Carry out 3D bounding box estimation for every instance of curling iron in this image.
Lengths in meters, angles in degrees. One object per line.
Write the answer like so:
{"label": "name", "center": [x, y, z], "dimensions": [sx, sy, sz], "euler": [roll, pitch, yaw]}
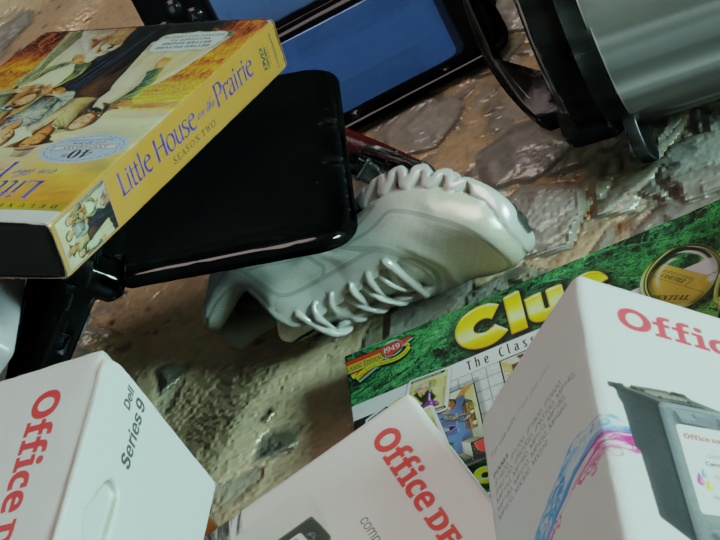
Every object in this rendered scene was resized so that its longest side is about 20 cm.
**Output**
{"label": "curling iron", "center": [-0.036, -0.084, 1.067], "dimensions": [0.200, 0.049, 0.026], "euler": [29, 98, 37]}

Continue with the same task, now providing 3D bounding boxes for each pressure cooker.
{"label": "pressure cooker", "center": [0.143, -0.166, 0.946], "dimensions": [0.199, 0.179, 0.176], "euler": [-18, 41, 16]}

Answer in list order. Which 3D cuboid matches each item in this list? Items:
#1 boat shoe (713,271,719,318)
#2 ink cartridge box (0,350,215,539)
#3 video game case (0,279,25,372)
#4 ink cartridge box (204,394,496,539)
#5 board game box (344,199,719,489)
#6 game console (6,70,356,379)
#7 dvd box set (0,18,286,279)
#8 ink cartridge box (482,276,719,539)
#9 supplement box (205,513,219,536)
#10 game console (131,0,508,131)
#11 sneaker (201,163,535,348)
{"label": "boat shoe", "center": [0.207, -0.019, 0.808], "dimensions": [0.071, 0.061, 0.201], "euler": [17, 49, 28]}
{"label": "ink cartridge box", "center": [-0.164, 0.129, 0.692], "dimensions": [0.199, 0.084, 0.146], "euler": [-17, 40, 24]}
{"label": "video game case", "center": [-0.216, 0.067, 0.918], "dimensions": [0.183, 0.022, 0.200], "euler": [-54, 17, 13]}
{"label": "ink cartridge box", "center": [-0.016, 0.163, 0.755], "dimensions": [0.200, 0.084, 0.146], "euler": [-36, 36, -2]}
{"label": "board game box", "center": [0.089, 0.042, 0.876], "dimensions": [0.199, 0.024, 0.105], "euler": [-24, 35, 10]}
{"label": "game console", "center": [-0.092, -0.006, 0.936], "dimensions": [0.200, 0.116, 0.176], "euler": [-97, 29, -63]}
{"label": "dvd box set", "center": [-0.143, -0.060, 0.887], "dimensions": [0.146, 0.030, 0.200], "euler": [1, 32, 30]}
{"label": "ink cartridge box", "center": [0.129, 0.111, 0.651], "dimensions": [0.200, 0.147, 0.086], "euler": [-93, 26, -49]}
{"label": "supplement box", "center": [-0.143, 0.136, 0.896], "dimensions": [0.199, 0.069, 0.067], "euler": [10, 52, 40]}
{"label": "game console", "center": [-0.037, -0.169, 1.138], "dimensions": [0.199, 0.176, 0.116], "euler": [-27, 8, 6]}
{"label": "sneaker", "center": [0.000, 0.000, 0.954], "dimensions": [0.199, 0.075, 0.081], "euler": [-7, 50, 41]}
